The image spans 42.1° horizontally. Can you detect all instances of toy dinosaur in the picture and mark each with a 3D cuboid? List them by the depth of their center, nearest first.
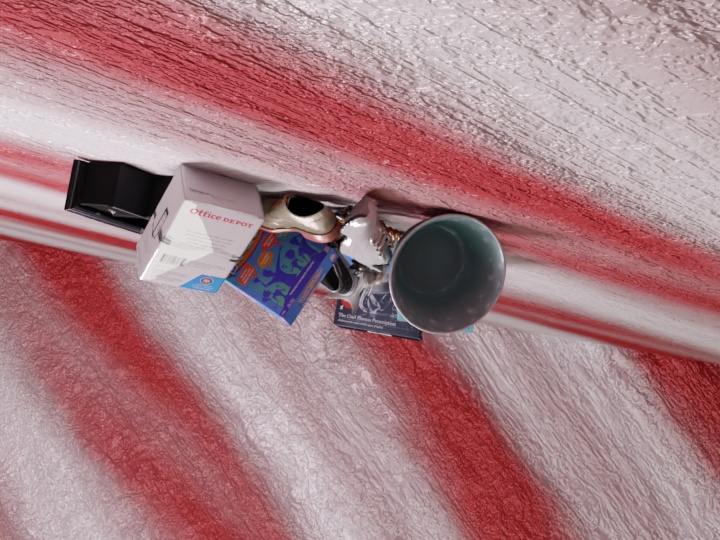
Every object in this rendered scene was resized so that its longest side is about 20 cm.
[{"bbox_3d":[-0.002,-0.060,1.641,0.199,0.103,0.136,31,168,30],"label":"toy dinosaur"}]

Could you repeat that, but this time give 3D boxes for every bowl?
[{"bbox_3d":[0.131,-0.006,1.548,0.198,0.203,0.105,12,-168,-16],"label":"bowl"}]

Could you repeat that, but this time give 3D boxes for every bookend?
[{"bbox_3d":[-0.368,-0.121,1.631,0.198,0.093,0.198,6,172,28],"label":"bookend"}]

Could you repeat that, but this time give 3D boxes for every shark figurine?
[{"bbox_3d":[0.002,-0.005,1.794,0.089,0.129,0.215,35,157,-3],"label":"shark figurine"}]

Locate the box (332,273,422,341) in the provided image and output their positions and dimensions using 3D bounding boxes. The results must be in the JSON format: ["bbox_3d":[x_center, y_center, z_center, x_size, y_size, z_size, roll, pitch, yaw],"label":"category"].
[{"bbox_3d":[0.053,0.050,2.087,0.197,0.185,0.104,8,173,9],"label":"box"}]

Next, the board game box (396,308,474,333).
[{"bbox_3d":[0.147,0.055,1.885,0.149,0.048,0.200,10,-162,-4],"label":"board game box"}]

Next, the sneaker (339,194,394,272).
[{"bbox_3d":[0.018,-0.057,1.498,0.087,0.075,0.200,35,168,10],"label":"sneaker"}]

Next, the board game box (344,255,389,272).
[{"bbox_3d":[0.006,-0.034,1.894,0.198,0.039,0.157,-5,161,43],"label":"board game box"}]

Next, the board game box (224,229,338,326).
[{"bbox_3d":[-0.161,-0.017,1.664,0.199,0.153,0.045,30,169,26],"label":"board game box"}]

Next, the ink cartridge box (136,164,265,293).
[{"bbox_3d":[-0.269,-0.065,1.556,0.145,0.085,0.200,13,132,-32],"label":"ink cartridge box"}]

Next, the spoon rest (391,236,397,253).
[{"bbox_3d":[0.123,-0.042,1.791,0.199,0.061,0.099,22,-179,37],"label":"spoon rest"}]

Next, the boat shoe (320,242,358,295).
[{"bbox_3d":[-0.081,-0.037,1.712,0.200,0.072,0.071,45,-166,19],"label":"boat shoe"}]

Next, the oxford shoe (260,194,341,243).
[{"bbox_3d":[-0.123,-0.107,1.593,0.198,0.071,0.075,12,145,28],"label":"oxford shoe"}]
